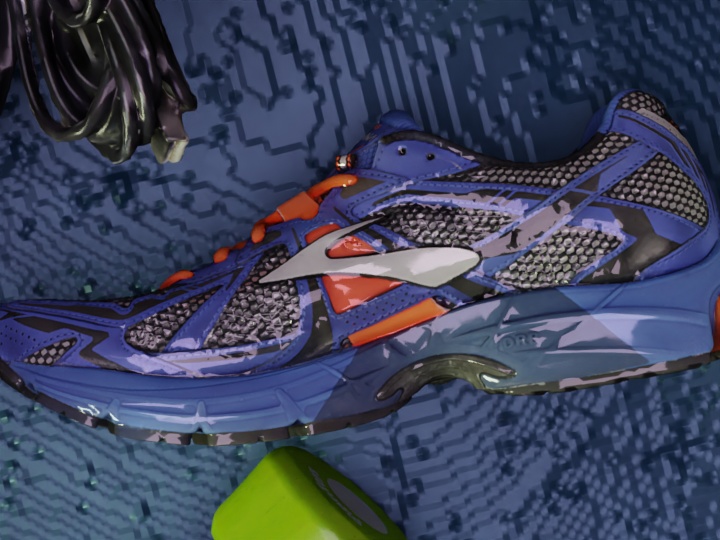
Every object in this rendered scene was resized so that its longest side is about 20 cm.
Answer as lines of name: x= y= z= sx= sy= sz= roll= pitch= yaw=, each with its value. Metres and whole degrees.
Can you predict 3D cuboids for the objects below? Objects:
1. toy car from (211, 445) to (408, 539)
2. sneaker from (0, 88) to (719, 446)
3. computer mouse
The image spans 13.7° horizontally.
toy car: x=-0.027 y=0.158 z=0.726 sx=0.158 sy=0.200 sz=0.164 roll=41 pitch=97 yaw=-4
sneaker: x=0.000 y=0.000 z=0.778 sx=0.199 sy=0.075 sz=0.079 roll=-9 pitch=88 yaw=-6
computer mouse: x=-0.119 y=-0.052 z=0.745 sx=0.200 sy=0.053 sz=0.139 roll=-36 pitch=78 yaw=39
